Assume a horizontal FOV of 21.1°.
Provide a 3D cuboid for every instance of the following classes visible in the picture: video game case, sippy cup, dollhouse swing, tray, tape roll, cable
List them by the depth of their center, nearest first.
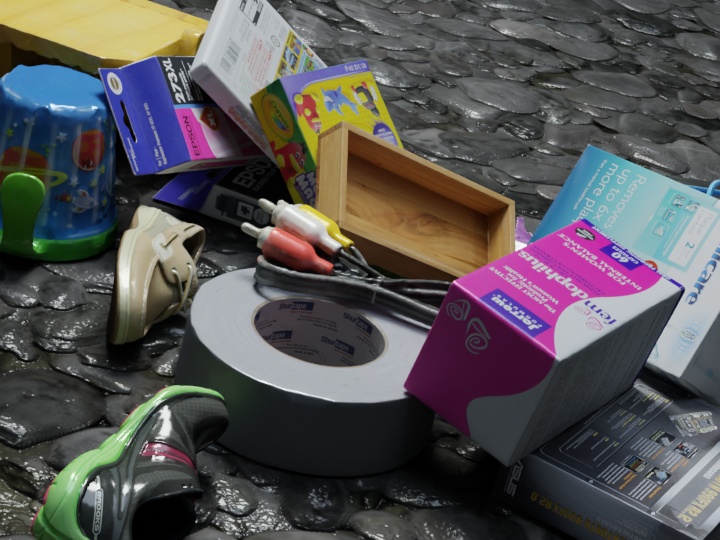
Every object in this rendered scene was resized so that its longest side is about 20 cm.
[{"bbox_3d":[-0.037,0.072,1.456,0.200,0.066,0.200,11,25,-5],"label":"tape roll"},{"bbox_3d":[0.000,0.000,1.484,0.200,0.050,0.097,20,27,17],"label":"cable"},{"bbox_3d":[-0.260,-0.096,1.608,0.139,0.131,0.178,-4,31,-33],"label":"sippy cup"},{"bbox_3d":[0.048,-0.042,1.626,0.200,0.037,0.099,23,56,-36],"label":"tray"},{"bbox_3d":[-0.069,-0.159,1.728,0.182,0.023,0.200,46,25,-19],"label":"video game case"},{"bbox_3d":[-0.251,-0.170,1.739,0.200,0.182,0.176,20,39,12],"label":"dollhouse swing"}]

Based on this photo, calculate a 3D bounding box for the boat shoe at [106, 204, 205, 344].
[{"bbox_3d":[-0.159,0.003,1.532,0.065,0.072,0.200,11,21,-2],"label":"boat shoe"}]

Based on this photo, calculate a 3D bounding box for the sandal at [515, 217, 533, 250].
[{"bbox_3d":[0.128,-0.028,1.751,0.082,0.050,0.203,-4,31,-31],"label":"sandal"}]

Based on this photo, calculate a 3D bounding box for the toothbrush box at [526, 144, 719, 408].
[{"bbox_3d":[0.239,0.005,1.586,0.200,0.147,0.085,30,-5,41],"label":"toothbrush box"}]

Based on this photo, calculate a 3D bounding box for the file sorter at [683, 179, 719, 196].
[{"bbox_3d":[0.367,-0.016,1.643,0.200,0.123,0.139,-2,-4,42],"label":"file sorter"}]

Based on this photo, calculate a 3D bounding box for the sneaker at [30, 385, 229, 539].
[{"bbox_3d":[-0.139,0.143,1.278,0.084,0.077,0.200,37,33,7],"label":"sneaker"}]

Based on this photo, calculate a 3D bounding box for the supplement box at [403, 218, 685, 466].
[{"bbox_3d":[0.137,0.049,1.421,0.101,0.103,0.200,36,33,21],"label":"supplement box"}]

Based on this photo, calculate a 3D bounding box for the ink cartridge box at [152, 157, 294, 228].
[{"bbox_3d":[-0.061,-0.085,1.782,0.200,0.043,0.198,18,28,11],"label":"ink cartridge box"}]

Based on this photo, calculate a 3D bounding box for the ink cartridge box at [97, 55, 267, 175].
[{"bbox_3d":[-0.144,-0.134,1.650,0.037,0.095,0.200,-21,-4,28],"label":"ink cartridge box"}]

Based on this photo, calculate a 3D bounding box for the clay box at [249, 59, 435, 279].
[{"bbox_3d":[-0.006,-0.074,1.651,0.115,0.048,0.200,-19,83,-47],"label":"clay box"}]

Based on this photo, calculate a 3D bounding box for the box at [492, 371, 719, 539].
[{"bbox_3d":[0.214,0.148,1.446,0.158,0.048,0.200,26,28,22],"label":"box"}]
